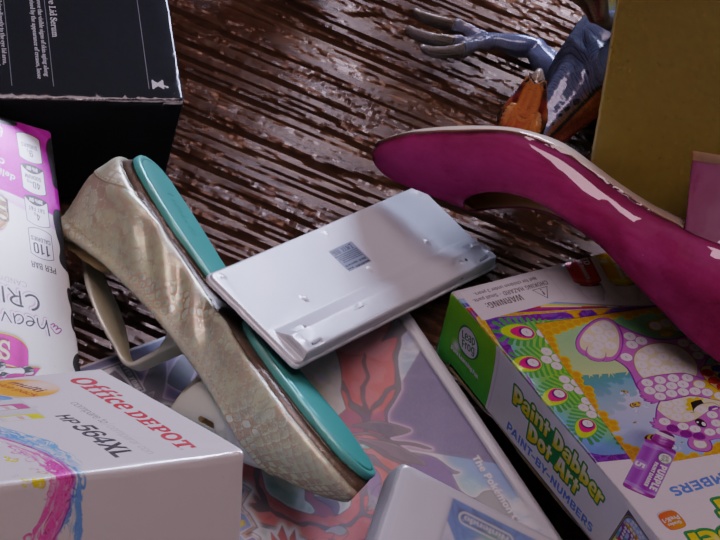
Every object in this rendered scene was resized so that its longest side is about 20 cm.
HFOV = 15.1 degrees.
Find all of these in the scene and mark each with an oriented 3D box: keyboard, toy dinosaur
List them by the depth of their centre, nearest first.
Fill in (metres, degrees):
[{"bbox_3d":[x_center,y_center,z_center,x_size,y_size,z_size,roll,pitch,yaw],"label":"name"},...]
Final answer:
[{"bbox_3d":[0.000,0.000,1.225,0.056,0.011,0.200,39,27,15],"label":"keyboard"},{"bbox_3d":[0.132,-0.113,1.348,0.199,0.105,0.182,22,65,-9],"label":"toy dinosaur"}]

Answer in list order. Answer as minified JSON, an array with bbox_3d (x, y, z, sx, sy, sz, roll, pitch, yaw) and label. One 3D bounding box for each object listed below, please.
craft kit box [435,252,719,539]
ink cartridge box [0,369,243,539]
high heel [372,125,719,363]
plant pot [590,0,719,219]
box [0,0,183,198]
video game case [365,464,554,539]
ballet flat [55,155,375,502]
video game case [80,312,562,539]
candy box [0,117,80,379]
[{"bbox_3d":[0.168,0.064,1.224,0.199,0.049,0.198,-14,49,-29],"label":"craft kit box"},{"bbox_3d":[-0.139,0.117,1.020,0.199,0.126,0.128,-6,16,-32],"label":"ink cartridge box"},{"bbox_3d":[0.092,-0.012,1.231,0.199,0.067,0.097,8,88,27],"label":"high heel"},{"bbox_3d":[0.248,-0.104,1.260,0.199,0.195,0.195,24,36,27],"label":"plant pot"},{"bbox_3d":[-0.168,-0.133,1.293,0.140,0.079,0.201,-1,53,-13],"label":"box"},{"bbox_3d":[0.077,0.196,1.114,0.199,0.022,0.183,28,50,-10],"label":"video game case"},{"bbox_3d":[-0.067,0.037,1.179,0.062,0.067,0.200,-40,63,7],"label":"ballet flat"},{"bbox_3d":[-0.020,0.101,1.187,0.182,0.023,0.200,-19,60,-28],"label":"video game case"},{"bbox_3d":[-0.191,0.018,1.145,0.136,0.061,0.201,15,49,-35],"label":"candy box"}]
